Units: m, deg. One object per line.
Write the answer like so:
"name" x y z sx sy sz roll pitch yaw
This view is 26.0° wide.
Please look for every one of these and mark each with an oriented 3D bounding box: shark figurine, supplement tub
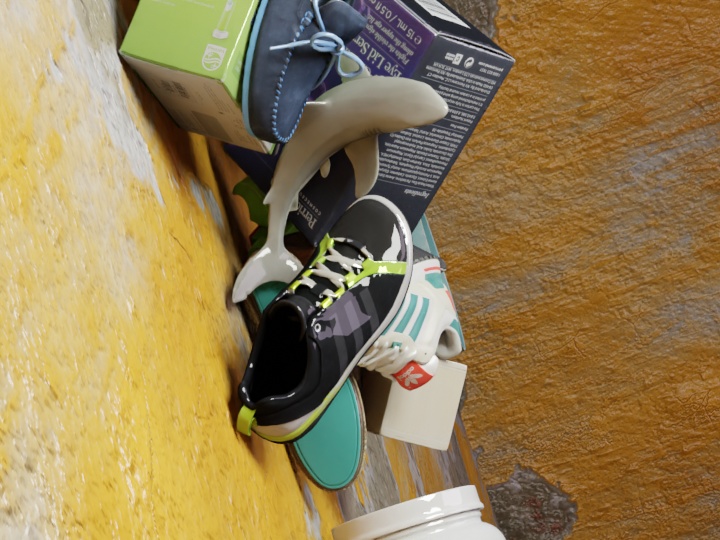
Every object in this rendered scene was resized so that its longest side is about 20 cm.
"shark figurine" -0.044 -0.086 1.166 0.089 0.215 0.128 9 38 -51
"supplement tub" 0.062 0.281 1.216 0.144 0.143 0.201 49 24 -77

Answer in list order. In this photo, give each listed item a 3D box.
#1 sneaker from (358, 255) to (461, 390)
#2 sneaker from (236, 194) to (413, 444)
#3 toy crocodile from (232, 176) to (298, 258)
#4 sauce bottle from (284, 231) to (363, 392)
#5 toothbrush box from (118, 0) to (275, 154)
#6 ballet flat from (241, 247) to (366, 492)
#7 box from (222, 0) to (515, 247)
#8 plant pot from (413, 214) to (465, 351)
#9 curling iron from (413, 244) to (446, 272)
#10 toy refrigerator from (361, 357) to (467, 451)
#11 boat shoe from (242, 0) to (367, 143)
"sneaker" 0.022 0.051 1.221 0.199 0.070 0.094 -19 82 -58
"sneaker" -0.025 0.031 1.087 0.201 0.071 0.083 -64 158 -14
"toy crocodile" -0.061 0.002 1.373 0.068 0.061 0.201 -50 136 -33
"sauce bottle" -0.033 0.068 1.311 0.066 0.065 0.202 -90 175 -74
"toothbrush box" -0.084 -0.209 1.144 0.146 0.086 0.201 55 54 -71
"ballet flat" -0.044 0.077 1.246 0.065 0.070 0.202 -169 -117 -84
"box" 0.003 -0.132 1.256 0.104 0.201 0.148 9 28 -48
"plant pot" 0.030 0.018 1.826 0.200 0.134 0.202 -18 90 -84
"curling iron" 0.024 -0.033 1.426 0.200 0.025 0.050 27 58 -47
"toy refrigerator" 0.029 0.109 1.388 0.200 0.069 0.077 176 -71 -75
"boat shoe" -0.028 -0.182 1.079 0.084 0.068 0.201 -11 119 -72
